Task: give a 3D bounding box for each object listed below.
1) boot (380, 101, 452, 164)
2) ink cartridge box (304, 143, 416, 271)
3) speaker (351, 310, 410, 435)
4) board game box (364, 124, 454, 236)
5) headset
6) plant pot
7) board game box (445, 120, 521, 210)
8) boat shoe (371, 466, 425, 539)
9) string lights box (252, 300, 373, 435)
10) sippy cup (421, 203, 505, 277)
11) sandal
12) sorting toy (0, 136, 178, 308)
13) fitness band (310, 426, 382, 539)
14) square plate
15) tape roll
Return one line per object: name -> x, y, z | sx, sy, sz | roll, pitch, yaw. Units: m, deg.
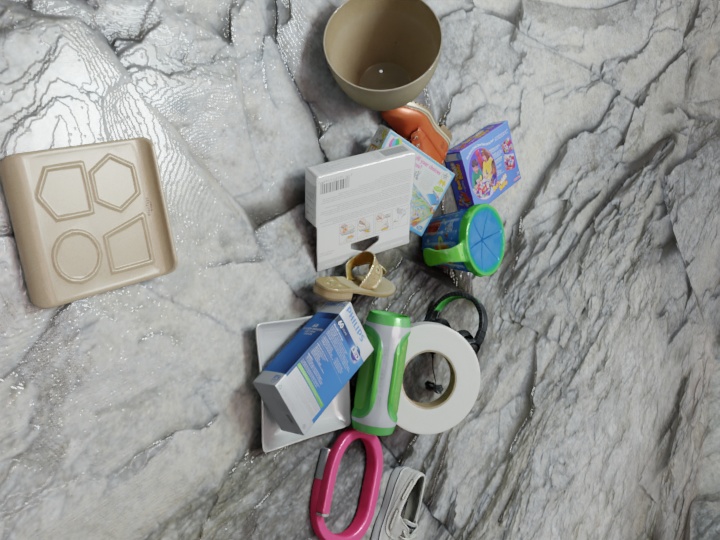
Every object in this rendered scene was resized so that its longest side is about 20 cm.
boot -> 0.099, -0.246, 1.395 | 0.199, 0.074, 0.109 | 28, 74, -44
ink cartridge box -> -0.001, -0.108, 1.267 | 0.197, 0.045, 0.179 | -18, 128, -28
speaker -> 0.036, 0.175, 1.282 | 0.088, 0.088, 0.204 | 6, 94, -46
board game box -> 0.075, -0.159, 1.354 | 0.198, 0.034, 0.136 | 25, 97, -44
headset -> 0.179, 0.143, 1.450 | 0.094, 0.122, 0.203 | 29, 86, -51
plant pot -> 0.040, -0.353, 1.269 | 0.135, 0.197, 0.203 | 79, 28, -68
board game box -> 0.265, -0.222, 1.586 | 0.199, 0.044, 0.137 | -35, 115, -41
boat shoe -> 0.075, 0.467, 1.367 | 0.072, 0.065, 0.203 | 37, 64, -40
string lights box -> -0.069, 0.150, 1.179 | 0.200, 0.058, 0.104 | -47, 122, -37
sippy cup -> 0.194, -0.058, 1.450 | 0.176, 0.129, 0.142 | 22, 75, -44
sandal -> 0.004, 0.002, 1.261 | 0.210, 0.077, 0.071 | -7, 119, -54
sorting toy -> -0.343, -0.066, 0.952 | 0.198, 0.036, 0.189 | -18, 103, -41
fitness band -> -0.020, 0.374, 1.288 | 0.143, 0.037, 0.204 | 25, 73, -44
square plate -> -0.095, 0.174, 1.215 | 0.198, 0.028, 0.203 | -6, 95, -47
tape roll -> 0.120, 0.196, 1.358 | 0.198, 0.037, 0.207 | -1, 95, -8
